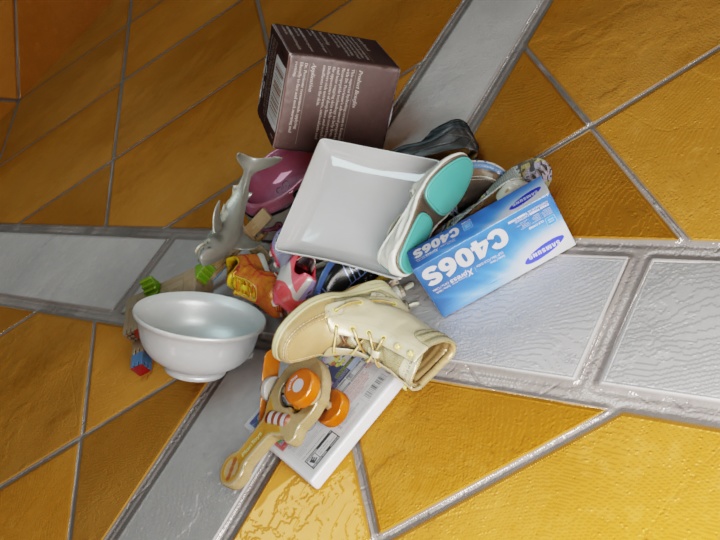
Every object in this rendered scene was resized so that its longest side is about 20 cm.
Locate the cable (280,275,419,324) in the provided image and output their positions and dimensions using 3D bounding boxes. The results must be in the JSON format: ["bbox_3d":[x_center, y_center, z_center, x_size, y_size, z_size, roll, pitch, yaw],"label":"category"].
[{"bbox_3d":[-0.012,0.068,1.253,0.197,0.051,0.098,-29,49,3],"label":"cable"}]

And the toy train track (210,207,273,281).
[{"bbox_3d":[-0.220,-0.031,1.550,0.200,0.115,0.033,-44,-2,16],"label":"toy train track"}]

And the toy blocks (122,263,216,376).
[{"bbox_3d":[-0.316,0.088,1.492,0.197,0.100,0.139,-24,48,20],"label":"toy blocks"}]

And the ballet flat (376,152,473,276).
[{"bbox_3d":[0.081,-0.082,1.235,0.069,0.070,0.202,11,62,47],"label":"ballet flat"}]

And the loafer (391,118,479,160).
[{"bbox_3d":[0.093,-0.159,1.411,0.198,0.073,0.073,-34,39,7],"label":"loafer"}]

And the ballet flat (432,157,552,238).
[{"bbox_3d":[0.183,-0.072,1.226,0.199,0.072,0.072,-39,34,8],"label":"ballet flat"}]

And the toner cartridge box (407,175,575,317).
[{"bbox_3d":[0.168,-0.028,1.171,0.198,0.095,0.044,-30,36,12],"label":"toner cartridge box"}]

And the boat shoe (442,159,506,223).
[{"bbox_3d":[0.132,-0.101,1.318,0.198,0.072,0.073,-12,45,48],"label":"boat shoe"}]

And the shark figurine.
[{"bbox_3d":[-0.195,-0.081,1.481,0.128,0.088,0.217,112,-178,-70],"label":"shark figurine"}]

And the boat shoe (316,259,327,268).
[{"bbox_3d":[-0.033,-0.063,1.421,0.197,0.060,0.073,-23,37,21],"label":"boat shoe"}]

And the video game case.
[{"bbox_3d":[-0.043,0.168,1.200,0.201,0.023,0.181,-49,36,-14],"label":"video game case"}]

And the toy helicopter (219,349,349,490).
[{"bbox_3d":[-0.115,0.190,1.160,0.201,0.079,0.132,-50,40,3],"label":"toy helicopter"}]

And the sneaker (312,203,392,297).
[{"bbox_3d":[0.000,0.000,1.314,0.077,0.070,0.202,26,81,21],"label":"sneaker"}]

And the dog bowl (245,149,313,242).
[{"bbox_3d":[-0.125,-0.147,1.591,0.197,0.074,0.202,-24,37,20],"label":"dog bowl"}]

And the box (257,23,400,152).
[{"bbox_3d":[-0.059,-0.305,1.554,0.196,0.169,0.165,4,28,-20],"label":"box"}]

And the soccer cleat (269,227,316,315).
[{"bbox_3d":[-0.092,-0.013,1.339,0.076,0.066,0.201,-45,24,23],"label":"soccer cleat"}]

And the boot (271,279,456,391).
[{"bbox_3d":[0.006,0.093,1.113,0.198,0.074,0.155,-18,42,-37],"label":"boot"}]

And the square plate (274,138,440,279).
[{"bbox_3d":[0.000,-0.088,1.304,0.196,0.029,0.201,13,65,18],"label":"square plate"}]

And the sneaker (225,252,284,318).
[{"bbox_3d":[-0.164,0.028,1.411,0.076,0.075,0.200,-8,18,-20],"label":"sneaker"}]

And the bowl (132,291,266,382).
[{"bbox_3d":[-0.243,0.106,1.355,0.197,0.092,0.201,8,15,-2],"label":"bowl"}]
